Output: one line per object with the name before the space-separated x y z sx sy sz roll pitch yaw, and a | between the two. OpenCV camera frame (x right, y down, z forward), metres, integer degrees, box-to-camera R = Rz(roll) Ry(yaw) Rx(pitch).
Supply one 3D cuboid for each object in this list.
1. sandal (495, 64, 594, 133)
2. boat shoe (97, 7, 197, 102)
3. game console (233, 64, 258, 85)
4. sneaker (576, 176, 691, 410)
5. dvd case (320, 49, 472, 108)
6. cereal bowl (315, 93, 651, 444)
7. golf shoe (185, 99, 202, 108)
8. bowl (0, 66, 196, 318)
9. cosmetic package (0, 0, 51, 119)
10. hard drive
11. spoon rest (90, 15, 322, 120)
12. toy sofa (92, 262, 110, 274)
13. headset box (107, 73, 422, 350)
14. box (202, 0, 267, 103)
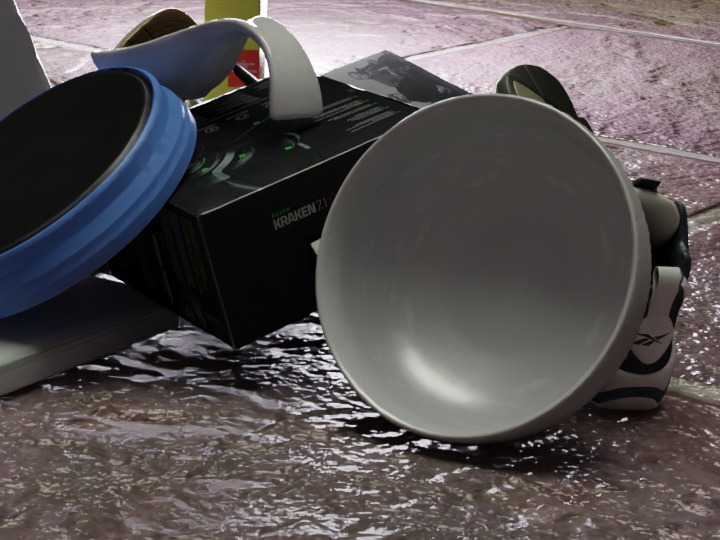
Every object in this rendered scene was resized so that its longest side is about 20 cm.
sandal | 0.133 -0.079 1.456 0.057 0.080 0.201 -26 -23 14
boat shoe | -0.196 -0.124 1.664 0.072 0.201 0.065 41 -24 -27
game console | 0.030 -0.110 1.620 0.175 0.117 0.200 -32 51 -23
sneaker | 0.153 -0.025 1.306 0.079 0.130 0.200 5 40 -14
dvd case | 0.035 -0.108 1.571 0.149 0.025 0.200 29 26 16
cereal bowl | 0.078 0.003 1.222 0.198 0.202 0.083 10 -5 25
golf shoe | -0.170 -0.138 1.857 0.076 0.089 0.200 3 17 -5
bowl | -0.196 -0.053 1.314 0.199 0.039 0.201 -25 32 17
cosmetic package | -0.365 -0.170 1.685 0.166 0.168 0.200 -30 27 -18
hard drive | -0.224 0.036 1.327 0.131 0.027 0.200 12 17 28
spoon rest | -0.098 -0.138 1.372 0.099 0.061 0.199 -8 15 -39
toy sofa | -0.210 -0.053 1.501 0.097 0.084 0.199 -10 13 -43
headset box | -0.057 -0.045 1.344 0.173 0.094 0.200 -25 25 -24
box | -0.105 -0.166 1.755 0.050 0.202 0.075 3 14 1
